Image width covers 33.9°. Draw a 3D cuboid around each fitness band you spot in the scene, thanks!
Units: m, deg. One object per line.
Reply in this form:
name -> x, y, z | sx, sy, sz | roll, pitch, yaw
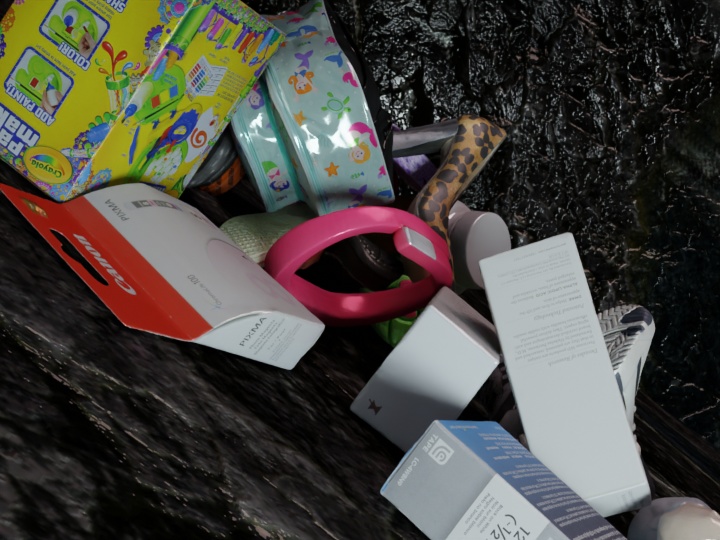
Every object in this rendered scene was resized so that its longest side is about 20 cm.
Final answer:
fitness band -> 0.000, 0.000, 1.032 | 0.200, 0.142, 0.038 | 33, 40, -59

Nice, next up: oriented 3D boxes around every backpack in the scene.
backpack -> -0.045, -0.137, 1.083 | 0.201, 0.149, 0.179 | -121, -170, -52

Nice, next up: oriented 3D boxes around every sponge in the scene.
sponge -> 0.041, -0.127, 1.286 | 0.111, 0.030, 0.200 | 44, 3, -11

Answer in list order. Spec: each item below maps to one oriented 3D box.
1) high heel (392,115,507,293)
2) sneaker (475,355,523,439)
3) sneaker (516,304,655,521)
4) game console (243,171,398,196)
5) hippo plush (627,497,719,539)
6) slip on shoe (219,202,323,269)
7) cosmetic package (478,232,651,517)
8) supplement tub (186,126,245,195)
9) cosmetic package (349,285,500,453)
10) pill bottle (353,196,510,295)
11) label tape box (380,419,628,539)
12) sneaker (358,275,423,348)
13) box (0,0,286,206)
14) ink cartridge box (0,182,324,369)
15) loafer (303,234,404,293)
high heel -> 0.104, -0.056, 1.153 | 0.071, 0.141, 0.203 | 135, -58, -66
sneaker -> 0.129, 0.120, 1.174 | 0.113, 0.076, 0.200 | 20, 20, 13
sneaker -> 0.216, 0.140, 1.026 | 0.079, 0.201, 0.130 | 3, -34, 49
game console -> -0.071, -0.109, 1.386 | 0.198, 0.032, 0.176 | 7, -3, -32
hippo plush -> 0.291, 0.227, 0.900 | 0.199, 0.160, 0.161 | 35, 8, -5
slip on shoe -> -0.078, -0.019, 1.092 | 0.073, 0.062, 0.200 | 16, 14, 15
cosmetic package -> 0.158, 0.088, 0.914 | 0.113, 0.080, 0.202 | 48, 25, -68
supplement tub -> -0.200, -0.162, 1.160 | 0.199, 0.123, 0.123 | 31, 9, -35
cosmetic package -> 0.060, 0.078, 0.965 | 0.071, 0.102, 0.200 | 38, 8, 4
pill bottle -> 0.066, -0.027, 1.326 | 0.198, 0.112, 0.111 | 5, -17, 43
label tape box -> 0.123, 0.183, 0.760 | 0.200, 0.066, 0.143 | 43, 9, 22
sneaker -> 0.067, 0.065, 1.282 | 0.199, 0.077, 0.083 | 34, -14, -29
box -> -0.181, -0.156, 0.926 | 0.121, 0.194, 0.200 | 36, 6, 10
ink cartridge box -> -0.132, -0.008, 0.814 | 0.162, 0.057, 0.200 | 41, 3, 28
loafer -> -0.015, -0.002, 1.201 | 0.073, 0.072, 0.200 | 34, -1, -17
